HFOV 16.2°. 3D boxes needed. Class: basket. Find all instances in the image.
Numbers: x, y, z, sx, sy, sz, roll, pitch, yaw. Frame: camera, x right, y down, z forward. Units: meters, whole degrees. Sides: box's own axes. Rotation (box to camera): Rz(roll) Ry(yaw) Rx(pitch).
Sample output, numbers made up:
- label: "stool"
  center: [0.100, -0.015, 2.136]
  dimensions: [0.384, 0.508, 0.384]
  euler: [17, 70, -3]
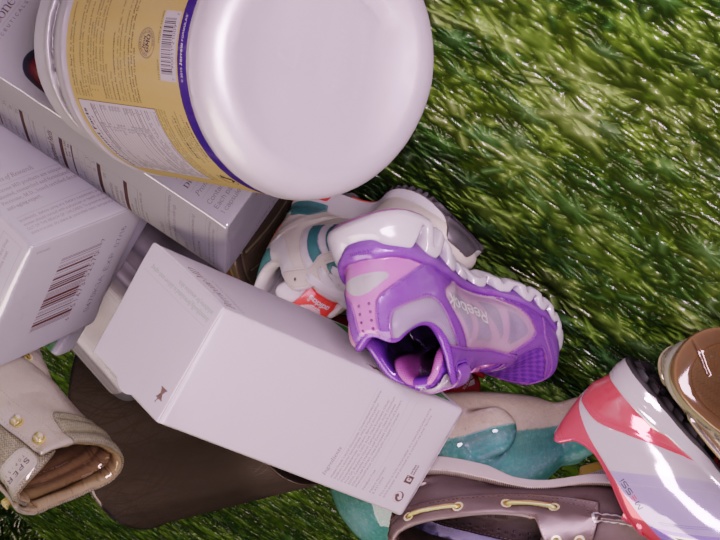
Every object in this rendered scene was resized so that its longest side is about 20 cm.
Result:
- label: "basket"
  center: [-0.103, 0.101, 1.866]
  dimensions: [0.136, 0.181, 0.200]
  euler: [-2, 177, -42]

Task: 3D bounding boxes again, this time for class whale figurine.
- label: "whale figurine"
  center: [0.078, 0.137, 1.711]
  dimensions: [0.199, 0.104, 0.159]
  euler: [-8, 166, -17]

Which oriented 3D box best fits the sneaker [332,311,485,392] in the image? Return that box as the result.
- label: "sneaker"
  center: [0.058, 0.055, 1.743]
  dimensions: [0.115, 0.078, 0.200]
  euler: [32, 179, -22]

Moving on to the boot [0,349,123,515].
- label: "boot"
  center: [-0.259, 0.087, 1.608]
  dimensions: [0.200, 0.072, 0.155]
  euler: [0, -142, -47]

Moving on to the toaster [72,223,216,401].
- label: "toaster"
  center: [-0.161, -0.004, 1.789]
  dimensions: [0.114, 0.200, 0.129]
  euler: [-30, 114, 34]

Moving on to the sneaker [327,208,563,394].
- label: "sneaker"
  center: [0.052, 0.040, 1.542]
  dimensions: [0.080, 0.089, 0.200]
  euler: [-20, 147, 32]

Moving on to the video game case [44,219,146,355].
- label: "video game case"
  center: [-0.217, -0.073, 1.684]
  dimensions: [0.182, 0.022, 0.200]
  euler: [44, 124, 16]

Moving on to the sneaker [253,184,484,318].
- label: "sneaker"
  center: [-0.001, 0.000, 1.626]
  dimensions: [0.070, 0.094, 0.200]
  euler: [43, 162, -28]

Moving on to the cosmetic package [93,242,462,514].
- label: "cosmetic package"
  center: [-0.051, 0.069, 1.559]
  dimensions: [0.200, 0.085, 0.108]
  euler: [25, -171, -38]

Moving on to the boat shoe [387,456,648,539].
- label: "boat shoe"
  center: [0.116, 0.165, 1.585]
  dimensions: [0.199, 0.060, 0.072]
  euler: [8, 131, 15]

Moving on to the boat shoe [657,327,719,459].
- label: "boat shoe"
  center: [0.258, 0.110, 1.488]
  dimensions: [0.200, 0.073, 0.063]
  euler: [47, 169, -3]

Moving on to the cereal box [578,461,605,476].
- label: "cereal box"
  center: [0.250, 0.179, 1.635]
  dimensions: [0.144, 0.040, 0.200]
  euler: [-19, 131, 33]

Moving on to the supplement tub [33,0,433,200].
- label: "supplement tub"
  center: [-0.073, -0.117, 1.341]
  dimensions: [0.145, 0.146, 0.200]
  euler: [45, 162, -32]

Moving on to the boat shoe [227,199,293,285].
- label: "boat shoe"
  center: [-0.091, -0.055, 1.715]
  dimensions: [0.068, 0.072, 0.200]
  euler: [28, 154, 34]

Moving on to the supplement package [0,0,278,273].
- label: "supplement package"
  center: [-0.134, -0.108, 1.548]
  dimensions: [0.200, 0.114, 0.110]
  euler: [33, 166, 5]

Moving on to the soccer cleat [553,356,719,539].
- label: "soccer cleat"
  center: [0.200, 0.147, 1.520]
  dimensions: [0.200, 0.073, 0.068]
  euler: [51, -166, 6]

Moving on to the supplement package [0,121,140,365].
- label: "supplement package"
  center: [-0.255, -0.053, 1.627]
  dimensions: [0.200, 0.117, 0.117]
  euler: [43, 128, 18]
